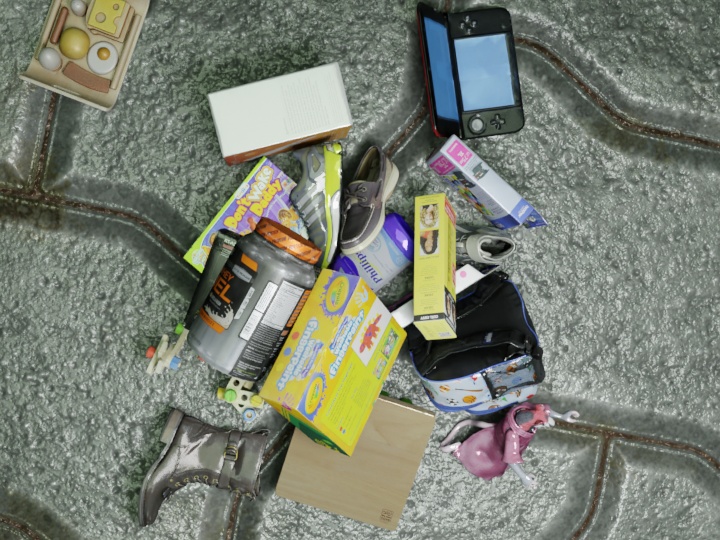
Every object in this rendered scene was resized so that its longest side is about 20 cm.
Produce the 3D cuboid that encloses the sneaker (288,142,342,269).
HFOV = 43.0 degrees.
[{"bbox_3d":[-0.068,-0.092,1.374,0.080,0.074,0.203,3,96,2],"label":"sneaker"}]

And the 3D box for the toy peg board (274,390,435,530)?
[{"bbox_3d":[-0.008,0.268,1.423,0.197,0.098,0.202,18,104,-3],"label":"toy peg board"}]

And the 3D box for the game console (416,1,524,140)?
[{"bbox_3d":[0.173,-0.311,1.412,0.170,0.119,0.203,-8,91,-5],"label":"game console"}]

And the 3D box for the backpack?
[{"bbox_3d":[0.171,0.123,1.385,0.188,0.201,0.156,-15,124,4],"label":"backpack"}]

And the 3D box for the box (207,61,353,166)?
[{"bbox_3d":[-0.121,-0.234,1.383,0.197,0.124,0.099,-14,92,-4],"label":"box"}]

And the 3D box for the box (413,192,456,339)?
[{"bbox_3d":[0.110,-0.006,1.337,0.049,0.075,0.203,-7,63,19],"label":"box"}]

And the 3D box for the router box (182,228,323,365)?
[{"bbox_3d":[-0.142,0.045,1.336,0.198,0.062,0.152,23,97,-3],"label":"router box"}]

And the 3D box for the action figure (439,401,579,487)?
[{"bbox_3d":[0.231,0.239,1.388,0.148,0.201,0.134,36,56,9],"label":"action figure"}]

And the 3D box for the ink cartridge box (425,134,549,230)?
[{"bbox_3d":[0.193,-0.122,1.414,0.199,0.119,0.042,39,84,-4],"label":"ink cartridge box"}]

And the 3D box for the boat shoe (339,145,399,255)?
[{"bbox_3d":[0.004,-0.109,1.376,0.065,0.071,0.201,54,42,-33],"label":"boat shoe"}]

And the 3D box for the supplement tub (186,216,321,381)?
[{"bbox_3d":[-0.141,0.037,1.242,0.121,0.123,0.202,29,95,-4],"label":"supplement tub"}]

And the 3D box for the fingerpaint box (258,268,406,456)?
[{"bbox_3d":[-0.034,0.128,1.273,0.073,0.167,0.202,12,66,35],"label":"fingerpaint box"}]

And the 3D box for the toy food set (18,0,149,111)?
[{"bbox_3d":[-0.418,-0.360,1.389,0.142,0.060,0.203,20,89,-4],"label":"toy food set"}]

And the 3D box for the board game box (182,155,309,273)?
[{"bbox_3d":[-0.161,-0.055,1.420,0.134,0.045,0.201,39,87,-4],"label":"board game box"}]

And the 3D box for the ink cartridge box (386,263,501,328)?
[{"bbox_3d":[0.120,0.032,1.420,0.198,0.095,0.037,-30,92,-4],"label":"ink cartridge box"}]

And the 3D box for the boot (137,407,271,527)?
[{"bbox_3d":[-0.238,0.318,1.403,0.172,0.069,0.203,20,86,-4],"label":"boot"}]

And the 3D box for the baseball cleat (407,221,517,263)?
[{"bbox_3d":[0.144,-0.045,1.416,0.197,0.106,0.071,-3,95,-3],"label":"baseball cleat"}]

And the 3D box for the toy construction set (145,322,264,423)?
[{"bbox_3d":[-0.226,0.140,1.398,0.198,0.092,0.133,24,88,-16],"label":"toy construction set"}]

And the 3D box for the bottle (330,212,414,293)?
[{"bbox_3d":[0.000,0.000,1.404,0.199,0.065,0.084,-39,91,14],"label":"bottle"}]
